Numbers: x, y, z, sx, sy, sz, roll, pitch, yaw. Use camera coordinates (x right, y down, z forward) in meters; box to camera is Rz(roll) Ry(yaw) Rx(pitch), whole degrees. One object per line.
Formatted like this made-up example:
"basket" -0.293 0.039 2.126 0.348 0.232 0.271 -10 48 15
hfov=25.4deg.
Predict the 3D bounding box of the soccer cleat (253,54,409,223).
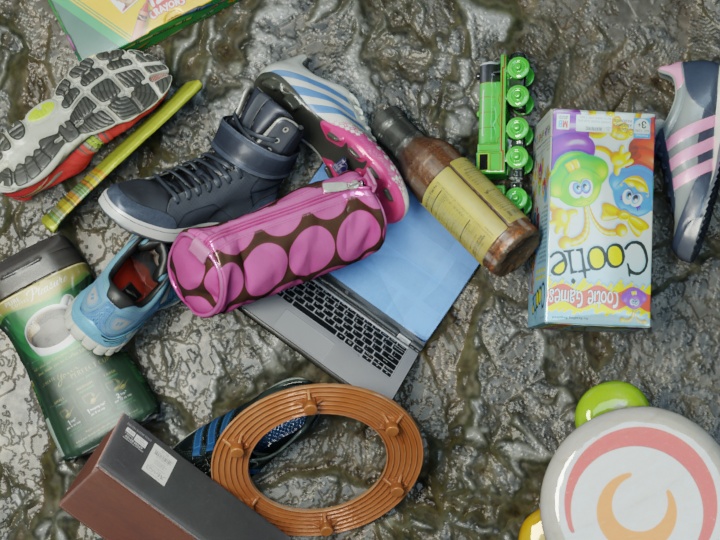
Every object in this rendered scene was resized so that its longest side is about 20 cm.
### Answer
"soccer cleat" -0.014 -0.134 1.537 0.200 0.070 0.086 45 47 7

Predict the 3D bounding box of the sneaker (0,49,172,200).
"sneaker" -0.269 -0.138 1.526 0.199 0.085 0.077 -34 76 -8

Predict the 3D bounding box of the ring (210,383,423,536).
"ring" -0.039 0.182 1.472 0.199 0.202 0.019 -4 40 -5

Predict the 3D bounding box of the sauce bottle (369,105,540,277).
"sauce bottle" 0.086 -0.081 1.526 0.066 0.066 0.200 -39 65 -5

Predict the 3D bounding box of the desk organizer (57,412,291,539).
"desk organizer" -0.170 0.230 1.457 0.200 0.072 0.077 39 126 -14

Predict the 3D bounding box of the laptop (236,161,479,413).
"laptop" 0.000 0.000 1.514 0.187 0.200 0.116 35 118 1

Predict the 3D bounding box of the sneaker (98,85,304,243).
"sneaker" -0.139 -0.101 1.457 0.077 0.202 0.147 44 117 30

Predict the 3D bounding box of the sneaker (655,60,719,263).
"sneaker" 0.316 -0.109 1.569 0.081 0.070 0.202 10 81 15

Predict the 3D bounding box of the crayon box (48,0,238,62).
"crayon box" -0.206 -0.290 1.556 0.199 0.058 0.119 -28 87 -5

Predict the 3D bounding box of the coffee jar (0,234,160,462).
"coffee jar" -0.276 0.071 1.505 0.104 0.085 0.201 -27 87 -3

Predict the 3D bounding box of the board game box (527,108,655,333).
"board game box" 0.221 -0.045 1.531 0.102 0.105 0.202 3 85 -3

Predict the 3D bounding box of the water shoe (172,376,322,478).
"water shoe" -0.122 0.166 1.507 0.200 0.079 0.072 -39 87 -5

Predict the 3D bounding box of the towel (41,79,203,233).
"towel" -0.227 -0.108 1.525 0.200 0.086 0.018 -45 104 -6

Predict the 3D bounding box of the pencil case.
"pencil case" -0.074 -0.029 1.442 0.199 0.094 0.091 -25 72 -29

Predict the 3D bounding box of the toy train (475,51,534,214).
"toy train" 0.140 -0.117 1.565 0.056 0.042 0.202 -1 79 16

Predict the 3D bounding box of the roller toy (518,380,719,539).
"roller toy" 0.259 0.223 1.491 0.181 0.140 0.201 26 86 11

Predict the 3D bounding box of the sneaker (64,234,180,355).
"sneaker" -0.189 -0.002 1.480 0.078 0.090 0.200 41 42 -6
